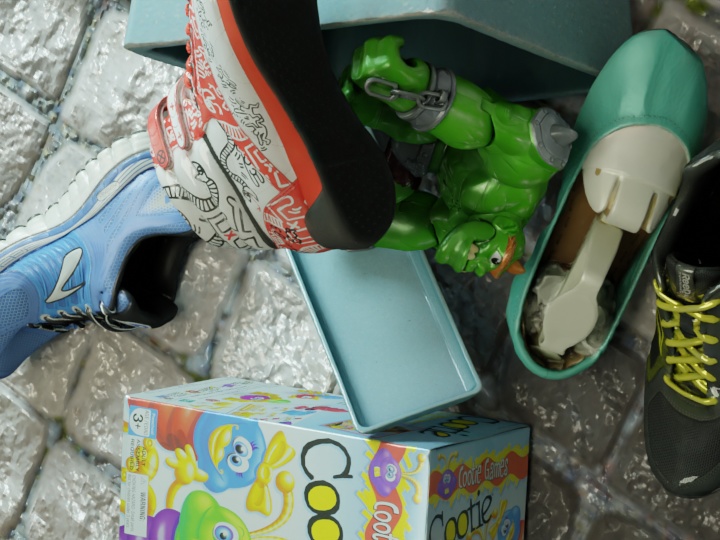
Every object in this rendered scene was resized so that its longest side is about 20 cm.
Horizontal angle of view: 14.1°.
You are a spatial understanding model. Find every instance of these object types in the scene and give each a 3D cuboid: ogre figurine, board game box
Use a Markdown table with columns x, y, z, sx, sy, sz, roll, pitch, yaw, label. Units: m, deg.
| x | y | z | sx | sy | sz | roll | pitch | yaw | label |
| --- | --- | --- | --- | --- | --- | --- | --- | --- | --- |
| 0.038 | -0.054 | 1.472 | 0.120 | 0.098 | 0.200 | 14 | 137 | -5 | ogre figurine |
| -0.021 | 0.126 | 1.586 | 0.200 | 0.105 | 0.103 | 8 | 99 | 34 | board game box |

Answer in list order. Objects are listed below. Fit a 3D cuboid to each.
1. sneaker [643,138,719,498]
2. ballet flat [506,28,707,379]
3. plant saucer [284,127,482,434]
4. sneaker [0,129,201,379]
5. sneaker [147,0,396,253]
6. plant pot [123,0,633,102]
| x | y | z | sx | sy | sz | roll | pitch | yaw | label |
| --- | --- | --- | --- | --- | --- | --- | --- | --- | --- |
| 0.170 | 0.018 | 1.461 | 0.074 | 0.085 | 0.201 | 17 | 103 | 32 | sneaker |
| 0.128 | -0.024 | 1.474 | 0.067 | 0.070 | 0.200 | 15 | 122 | -10 | ballet flat |
| 0.000 | 0.000 | 1.558 | 0.070 | 0.019 | 0.200 | -19 | 57 | -5 | plant saucer |
| -0.159 | 0.007 | 1.683 | 0.200 | 0.078 | 0.089 | -42 | 70 | 29 | sneaker |
| -0.066 | -0.095 | 1.377 | 0.108 | 0.067 | 0.202 | -3 | 121 | 39 | sneaker |
| 0.016 | -0.199 | 1.488 | 0.195 | 0.196 | 0.201 | -2 | 81 | 34 | plant pot |
